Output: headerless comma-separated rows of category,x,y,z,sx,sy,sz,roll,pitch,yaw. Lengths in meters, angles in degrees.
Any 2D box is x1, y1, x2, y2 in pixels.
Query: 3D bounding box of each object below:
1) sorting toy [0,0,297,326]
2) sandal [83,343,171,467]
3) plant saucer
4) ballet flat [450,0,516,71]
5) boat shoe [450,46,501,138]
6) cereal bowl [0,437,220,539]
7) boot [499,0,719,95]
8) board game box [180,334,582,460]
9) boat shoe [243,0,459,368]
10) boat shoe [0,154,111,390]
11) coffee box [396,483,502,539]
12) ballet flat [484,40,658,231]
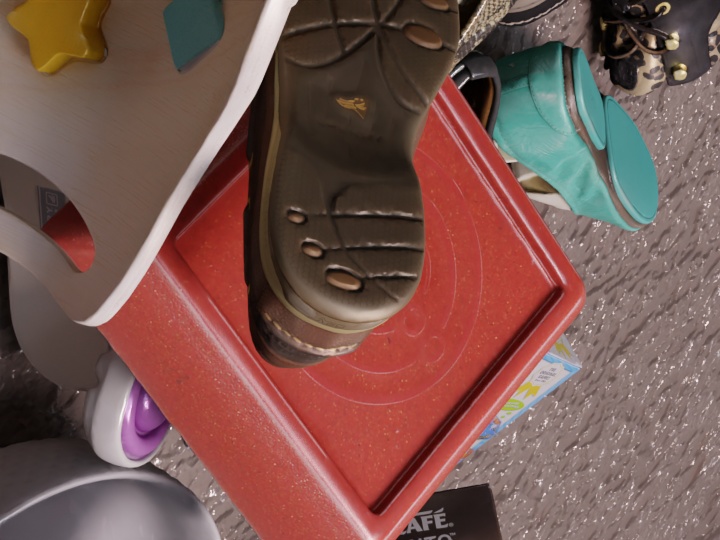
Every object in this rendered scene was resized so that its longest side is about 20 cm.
sorting toy,-0.115,-0.082,0.645,0.181,0.199,0.107,-69,168,14
sandal,-0.051,-0.010,0.767,0.204,0.049,0.082,-68,162,-5
plant saucer,0.000,0.000,0.746,0.200,0.037,0.200,-47,113,-28
ballet flat,0.009,-0.096,0.829,0.200,0.068,0.075,-52,163,13
boat shoe,0.029,-0.028,0.925,0.072,0.067,0.201,-26,135,-40
cereal bowl,-0.157,0.158,0.804,0.199,0.083,0.201,-30,134,-36
boot,0.139,-0.155,0.976,0.200,0.073,0.151,-48,142,-27
board game box,0.012,0.056,0.937,0.134,0.034,0.200,-39,148,17
boat shoe,-0.012,-0.055,0.680,0.068,0.072,0.201,-48,-152,50
boat shoe,-0.102,-0.047,0.757,0.068,0.071,0.202,-42,138,-53
coffee box,0.033,0.218,0.958,0.112,0.201,0.080,-10,133,0
ballet flat,0.107,-0.070,0.991,0.200,0.070,0.068,38,49,-63
